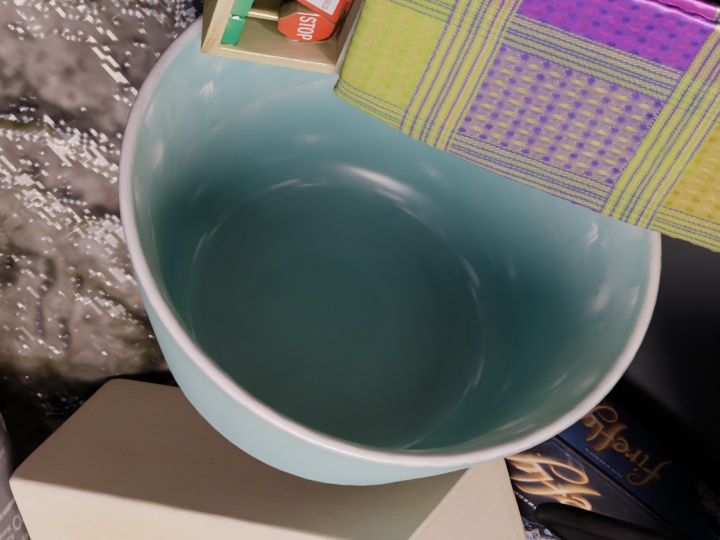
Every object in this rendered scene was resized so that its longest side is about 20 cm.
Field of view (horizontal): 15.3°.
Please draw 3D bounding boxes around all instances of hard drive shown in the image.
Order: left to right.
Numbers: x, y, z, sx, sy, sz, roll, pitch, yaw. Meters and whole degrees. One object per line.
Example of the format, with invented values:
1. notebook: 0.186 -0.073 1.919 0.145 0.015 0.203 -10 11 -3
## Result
1. hard drive: 0.168 0.029 1.065 0.200 0.033 0.140 14 129 0

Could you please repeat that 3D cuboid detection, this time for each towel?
1. towel: 0.096 -0.060 0.910 0.200 0.023 0.144 19 152 -3

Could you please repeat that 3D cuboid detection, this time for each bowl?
1. bowl: 0.000 0.000 0.993 0.201 0.201 0.105 21 148 -5

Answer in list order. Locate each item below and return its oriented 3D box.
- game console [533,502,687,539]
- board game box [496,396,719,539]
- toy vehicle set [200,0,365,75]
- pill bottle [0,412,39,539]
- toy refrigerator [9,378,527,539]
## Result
1. game console: 0.161 0.171 0.945 0.200 0.116 0.176 15 110 29
2. board game box: 0.105 0.123 1.119 0.200 0.035 0.135 38 143 -21
3. toy vehicle set: 0.024 -0.122 0.887 0.124 0.027 0.200 7 154 -10
4. pill bottle: -0.187 0.136 1.152 0.116 0.116 0.200 -8 118 17
5. toy refrigerator: -0.038 0.103 1.089 0.200 0.076 0.070 7 127 35
